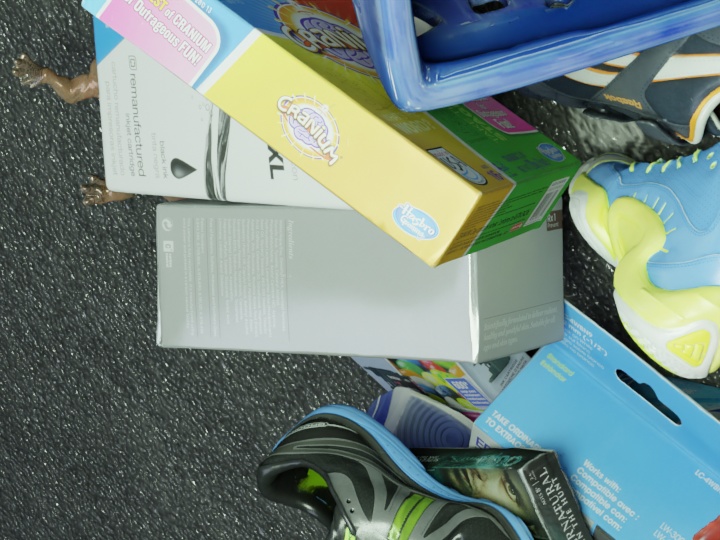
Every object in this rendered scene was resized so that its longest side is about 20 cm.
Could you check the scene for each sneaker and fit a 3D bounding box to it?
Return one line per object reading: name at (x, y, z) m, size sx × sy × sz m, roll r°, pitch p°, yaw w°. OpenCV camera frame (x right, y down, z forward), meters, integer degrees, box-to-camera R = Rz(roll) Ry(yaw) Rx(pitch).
sneaker at (0.170, -0.027, 1.223) m, size 0.076 × 0.105 × 0.200 m, roll 35°, pitch -162°, yaw -24°
sneaker at (0.023, 0.145, 1.288) m, size 0.200 × 0.083 × 0.071 m, roll 33°, pitch 140°, yaw 34°
sneaker at (0.062, 0.151, 1.497) m, size 0.199 × 0.081 × 0.115 m, roll 37°, pitch 163°, yaw -24°
sneaker at (0.149, -0.098, 1.202) m, size 0.200 × 0.078 × 0.079 m, roll -13°, pitch 103°, yaw 54°

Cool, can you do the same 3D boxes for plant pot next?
plant pot at (0.069, -0.215, 1.073) m, size 0.180 × 0.200 × 0.200 m, roll -120°, pitch 18°, yaw -50°

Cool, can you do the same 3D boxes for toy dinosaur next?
toy dinosaur at (-0.129, -0.099, 1.561) m, size 0.136 × 0.086 × 0.200 m, roll 7°, pitch 130°, yaw 41°

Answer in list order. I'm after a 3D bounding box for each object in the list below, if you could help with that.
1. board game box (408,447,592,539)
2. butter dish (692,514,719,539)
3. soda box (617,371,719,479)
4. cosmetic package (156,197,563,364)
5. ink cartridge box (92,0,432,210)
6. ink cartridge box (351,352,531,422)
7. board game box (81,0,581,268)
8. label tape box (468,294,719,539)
board game box at (0.095, 0.189, 1.334) m, size 0.135 × 0.028 × 0.200 m, roll -8°, pitch 110°, yaw 58°
butter dish at (0.253, 0.030, 1.119) m, size 0.199 × 0.200 × 0.148 m, roll -49°, pitch 55°, yaw 56°
soda box at (0.206, 0.111, 1.328) m, size 0.200 × 0.064 × 0.068 m, roll 11°, pitch 127°, yaw 47°
cosmetic package at (0.000, 0.000, 1.300) m, size 0.200 × 0.107 × 0.090 m, roll 5°, pitch 99°, yaw 33°
ink cartridge box at (-0.045, -0.112, 1.283) m, size 0.200 × 0.084 × 0.146 m, roll 5°, pitch 102°, yaw 45°
ink cartridge box at (0.024, 0.031, 1.442) m, size 0.200 × 0.042 × 0.119 m, roll 45°, pitch 157°, yaw -24°
board game box at (-0.009, -0.083, 1.111) m, size 0.200 × 0.153 × 0.040 m, roll 37°, pitch 109°, yaw 12°
label tape box at (0.126, 0.132, 1.329) m, size 0.143 × 0.066 × 0.200 m, roll 39°, pitch 146°, yaw 27°
